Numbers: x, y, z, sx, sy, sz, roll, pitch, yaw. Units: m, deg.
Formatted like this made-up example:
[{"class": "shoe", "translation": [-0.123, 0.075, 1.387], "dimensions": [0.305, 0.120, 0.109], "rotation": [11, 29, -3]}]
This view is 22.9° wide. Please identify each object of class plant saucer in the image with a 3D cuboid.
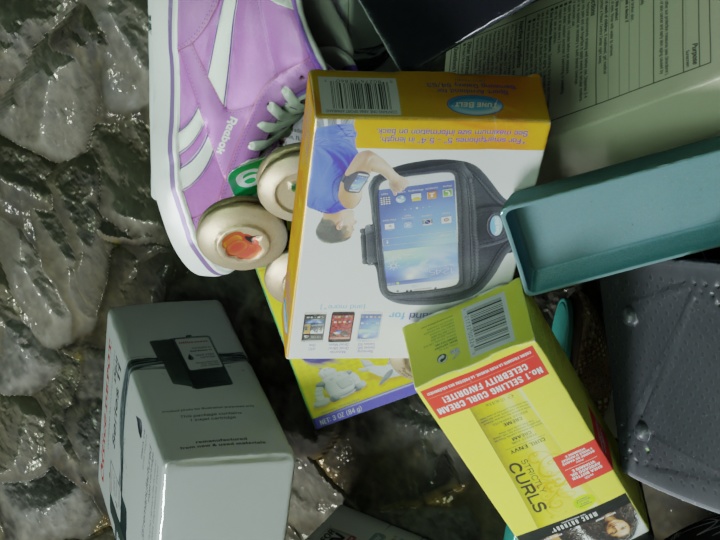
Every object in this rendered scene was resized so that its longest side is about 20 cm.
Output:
[{"class": "plant saucer", "translation": [0.172, -0.039, 0.891], "dimensions": [0.199, 0.019, 0.070], "rotation": [-14, 137, 8]}]

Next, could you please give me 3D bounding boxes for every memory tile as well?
[{"class": "memory tile", "translation": [0.023, -0.013, 0.976], "dimensions": [0.200, 0.017, 0.153], "rotation": [32, 125, -33]}]

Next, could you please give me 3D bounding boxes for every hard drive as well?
[{"class": "hard drive", "translation": [0.199, 0.059, 0.910], "dimensions": [0.200, 0.042, 0.136], "rotation": [9, 109, 62]}]

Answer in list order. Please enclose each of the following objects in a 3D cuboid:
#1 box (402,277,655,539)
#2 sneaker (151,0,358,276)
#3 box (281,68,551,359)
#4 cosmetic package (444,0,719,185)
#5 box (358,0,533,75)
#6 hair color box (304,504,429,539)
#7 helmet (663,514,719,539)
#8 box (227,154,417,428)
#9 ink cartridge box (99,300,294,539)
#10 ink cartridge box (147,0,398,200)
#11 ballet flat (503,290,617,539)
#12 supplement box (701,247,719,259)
[{"class": "box", "translation": [0.097, 0.093, 0.990], "dimensions": [0.075, 0.050, 0.200], "rotation": [-22, 132, 12]}, {"class": "sneaker", "translation": [-0.057, -0.082, 1.012], "dimensions": [0.114, 0.073, 0.202], "rotation": [9, 119, 19]}, {"class": "box", "translation": [0.023, -0.016, 0.932], "dimensions": [0.118, 0.042, 0.201], "rotation": [0, 134, -8]}, {"class": "cosmetic package", "translation": [0.143, -0.102, 0.958], "dimensions": [0.199, 0.106, 0.071], "rotation": [-16, 143, 35]}, {"class": "box", "translation": [0.107, -0.207, 0.894], "dimensions": [0.199, 0.182, 0.104], "rotation": [-27, 98, 36]}, {"class": "hair color box", "translation": [0.045, 0.234, 1.166], "dimensions": [0.199, 0.099, 0.061], "rotation": [19, 119, 23]}, {"class": "helmet", "translation": [0.235, 0.234, 1.003], "dimensions": [0.190, 0.200, 0.201], "rotation": [-27, 95, 19]}, {"class": "box", "translation": [0.000, 0.000, 1.045], "dimensions": [0.117, 0.048, 0.201], "rotation": [-20, 134, -2]}, {"class": "ink cartridge box", "translation": [-0.112, 0.129, 1.152], "dimensions": [0.200, 0.083, 0.147], "rotation": [-123, 36, -59]}, {"class": "ink cartridge box", "translation": [-0.050, -0.133, 1.079], "dimensions": [0.146, 0.083, 0.201], "rotation": [15, 118, 25]}, {"class": "ballet flat", "translation": [0.136, 0.104, 1.091], "dimensions": [0.065, 0.071, 0.201], "rotation": [9, 120, -3]}, {"class": "supplement box", "translation": [0.281, -0.033, 0.939], "dimensions": [0.199, 0.061, 0.109], "rotation": [-21, 99, 34]}]
